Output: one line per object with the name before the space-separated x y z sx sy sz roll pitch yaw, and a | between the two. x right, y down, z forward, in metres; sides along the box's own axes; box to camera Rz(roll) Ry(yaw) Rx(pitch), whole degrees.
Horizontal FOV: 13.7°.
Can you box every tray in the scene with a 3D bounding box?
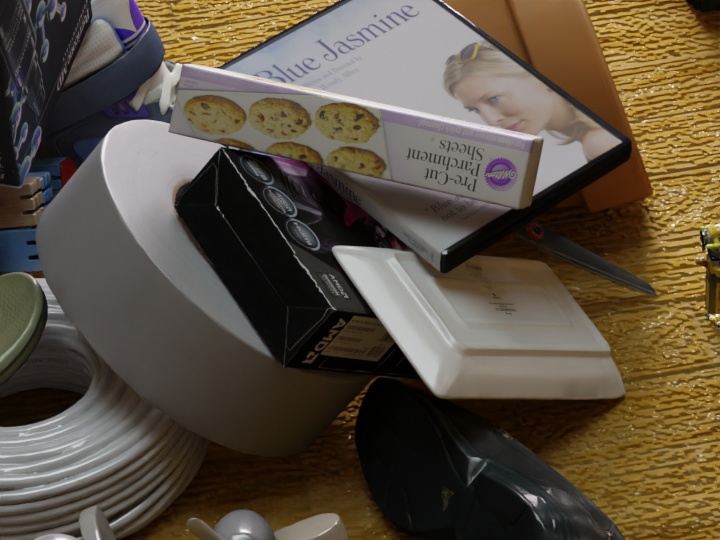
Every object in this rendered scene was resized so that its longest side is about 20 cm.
tray | 0.073 0.024 1.650 0.200 0.022 0.107 4 44 -55

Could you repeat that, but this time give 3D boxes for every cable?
cable | -0.186 0.078 1.678 0.200 0.069 0.200 27 47 34

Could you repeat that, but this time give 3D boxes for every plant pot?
plant pot | 0.079 -0.115 1.823 0.140 0.200 0.200 -20 38 6

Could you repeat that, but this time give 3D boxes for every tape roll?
tape roll | -0.081 0.009 1.669 0.200 0.066 0.200 34 24 -17

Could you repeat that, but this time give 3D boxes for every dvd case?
dvd case | 0.033 -0.088 1.679 0.143 0.018 0.200 -31 53 -27

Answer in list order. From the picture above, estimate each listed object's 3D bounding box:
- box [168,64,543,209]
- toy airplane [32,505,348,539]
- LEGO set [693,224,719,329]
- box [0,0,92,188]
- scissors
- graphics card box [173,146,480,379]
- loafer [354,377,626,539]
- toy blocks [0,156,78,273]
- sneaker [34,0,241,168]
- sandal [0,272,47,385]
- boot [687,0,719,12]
box | -0.003 -0.073 1.614 0.200 0.042 0.039 14 6 12
toy airplane | -0.127 0.176 1.485 0.199 0.141 0.200 8 48 42
LEGO set | 0.268 0.011 1.684 0.154 0.116 0.200 -1 38 4
box | -0.230 -0.171 1.703 0.107 0.200 0.149 10 51 9
scissors | 0.088 -0.021 1.737 0.200 0.014 0.073 38 44 -15
graphics card box | 0.000 0.000 1.667 0.200 0.051 0.126 7 41 -52
loafer | 0.066 0.119 1.617 0.072 0.073 0.200 7 23 -36
toy blocks | -0.242 -0.027 1.776 0.137 0.100 0.200 -4 11 8
sneaker | -0.121 -0.109 1.851 0.200 0.147 0.081 5 39 11
sandal | -0.264 0.042 1.627 0.201 0.057 0.080 -16 39 -17
boot | 0.286 -0.256 2.061 0.168 0.077 0.200 -12 32 -4
